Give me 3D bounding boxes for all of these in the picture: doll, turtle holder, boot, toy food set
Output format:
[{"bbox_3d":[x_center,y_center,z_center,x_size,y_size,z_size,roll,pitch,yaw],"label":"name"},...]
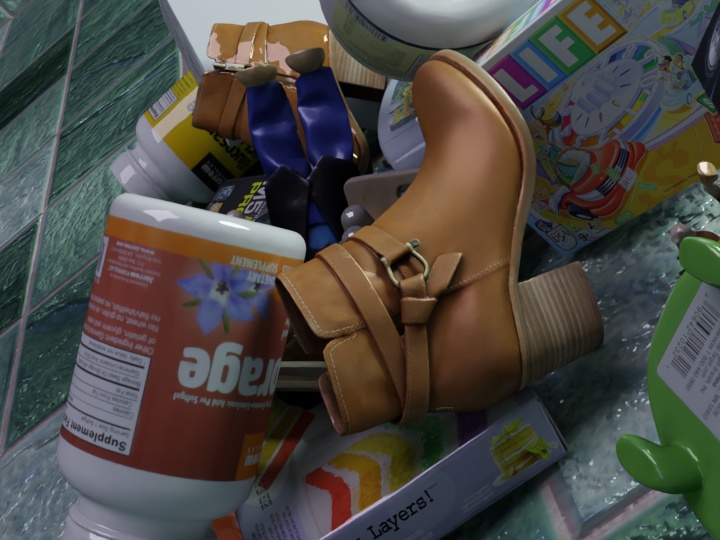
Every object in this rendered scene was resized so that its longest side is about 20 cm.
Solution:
[{"bbox_3d":[-0.040,-0.057,0.890,0.135,0.202,0.048,-15,-3,8],"label":"doll"},{"bbox_3d":[0.203,0.055,0.448,0.185,0.131,0.142,13,105,56],"label":"turtle holder"},{"bbox_3d":[-0.063,-0.107,0.963,0.153,0.074,0.202,8,72,4],"label":"boot"},{"bbox_3d":[0.025,-0.016,0.645,0.154,0.202,0.077,-18,-12,-13],"label":"boot"},{"bbox_3d":[0.000,0.000,0.754,0.143,0.061,0.200,-5,38,40],"label":"toy food set"}]

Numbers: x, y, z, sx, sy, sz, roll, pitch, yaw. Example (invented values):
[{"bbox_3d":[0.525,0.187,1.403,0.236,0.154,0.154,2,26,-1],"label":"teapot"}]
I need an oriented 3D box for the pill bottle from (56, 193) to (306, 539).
[{"bbox_3d":[-0.103,0.066,0.657,0.112,0.111,0.202,15,93,58],"label":"pill bottle"}]

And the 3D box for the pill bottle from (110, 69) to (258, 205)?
[{"bbox_3d":[-0.150,-0.142,1.189,0.200,0.112,0.113,-44,29,2],"label":"pill bottle"}]

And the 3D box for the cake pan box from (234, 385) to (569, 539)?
[{"bbox_3d":[0.005,0.094,0.718,0.183,0.053,0.200,-31,28,-1],"label":"cake pan box"}]

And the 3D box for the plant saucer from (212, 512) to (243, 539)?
[{"bbox_3d":[-0.110,0.239,0.724,0.199,0.032,0.201,-31,31,21],"label":"plant saucer"}]

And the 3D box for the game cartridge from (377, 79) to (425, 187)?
[{"bbox_3d":[0.074,-0.138,0.896,0.133,0.041,0.201,-35,24,23],"label":"game cartridge"}]

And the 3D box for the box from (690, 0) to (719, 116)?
[{"bbox_3d":[0.242,-0.041,0.463,0.161,0.198,0.044,-85,13,-59],"label":"box"}]

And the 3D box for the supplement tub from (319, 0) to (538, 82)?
[{"bbox_3d":[0.044,-0.204,0.785,0.145,0.145,0.200,-45,3,-3],"label":"supplement tub"}]

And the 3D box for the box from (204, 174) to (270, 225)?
[{"bbox_3d":[-0.113,0.004,1.022,0.160,0.044,0.201,-1,50,52],"label":"box"}]

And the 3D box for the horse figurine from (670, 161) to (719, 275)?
[{"bbox_3d":[0.243,-0.063,0.598,0.199,0.133,0.050,-31,55,11],"label":"horse figurine"}]

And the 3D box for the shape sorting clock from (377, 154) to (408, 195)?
[{"bbox_3d":[0.094,-0.107,0.907,0.199,0.039,0.201,-32,31,22],"label":"shape sorting clock"}]

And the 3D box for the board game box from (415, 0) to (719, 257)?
[{"bbox_3d":[0.142,-0.099,0.681,0.200,0.134,0.034,-35,19,48],"label":"board game box"}]

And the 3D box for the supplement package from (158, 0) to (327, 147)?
[{"bbox_3d":[-0.069,-0.239,1.082,0.199,0.157,0.111,-27,-15,-8],"label":"supplement package"}]

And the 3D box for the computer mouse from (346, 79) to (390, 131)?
[{"bbox_3d":[0.065,-0.197,1.015,0.200,0.109,0.044,-49,22,9],"label":"computer mouse"}]
